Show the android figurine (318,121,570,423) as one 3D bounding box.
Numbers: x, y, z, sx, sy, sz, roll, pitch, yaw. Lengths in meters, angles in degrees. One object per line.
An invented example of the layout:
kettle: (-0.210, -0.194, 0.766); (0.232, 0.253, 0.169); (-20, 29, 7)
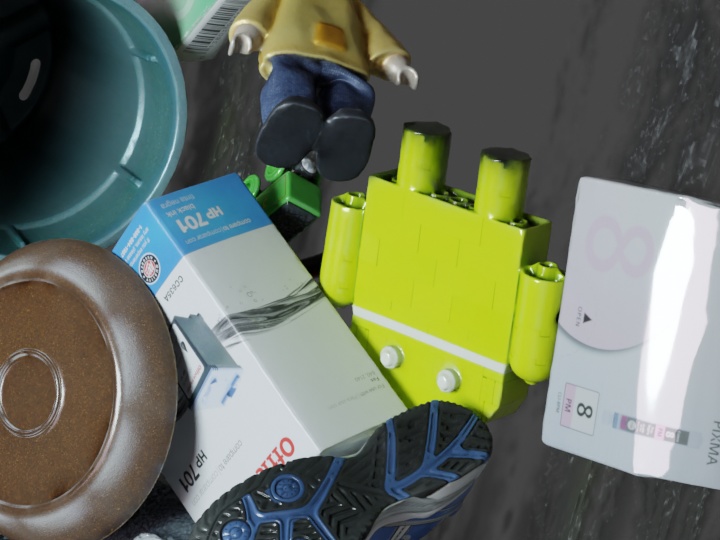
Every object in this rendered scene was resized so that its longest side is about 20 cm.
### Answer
android figurine: (0.051, 0.015, 1.446); (0.182, 0.041, 0.200); (23, 113, 34)

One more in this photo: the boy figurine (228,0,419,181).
boy figurine: (-0.021, -0.144, 1.485); (0.064, 0.124, 0.200); (115, 164, -44)

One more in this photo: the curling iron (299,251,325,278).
curling iron: (0.000, 0.000, 1.525); (0.200, 0.026, 0.050); (-23, 96, 36)

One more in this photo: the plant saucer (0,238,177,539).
plant saucer: (-0.203, 0.078, 1.496); (0.200, 0.032, 0.200); (-4, 83, 33)

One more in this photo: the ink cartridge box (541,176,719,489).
ink cartridge box: (0.199, 0.042, 1.321); (0.200, 0.057, 0.163); (17, 102, 47)

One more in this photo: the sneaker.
sneaker: (-0.010, 0.150, 1.397); (0.076, 0.200, 0.077); (56, 154, 33)

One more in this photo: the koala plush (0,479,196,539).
koala plush: (-0.153, 0.208, 1.575); (0.200, 0.177, 0.184); (-21, 75, 33)

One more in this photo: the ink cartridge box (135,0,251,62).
ink cartridge box: (-0.115, -0.269, 1.614); (0.161, 0.050, 0.200); (-47, 62, 33)

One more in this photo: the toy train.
toy train: (-0.094, -0.009, 1.590); (0.200, 0.042, 0.056); (-40, 37, 36)

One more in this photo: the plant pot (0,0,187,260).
plant pot: (-0.250, -0.125, 1.637); (0.196, 0.200, 0.200); (34, 114, 57)

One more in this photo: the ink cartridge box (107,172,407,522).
ink cartridge box: (-0.082, 0.063, 1.502); (0.200, 0.086, 0.146); (54, 135, 18)
